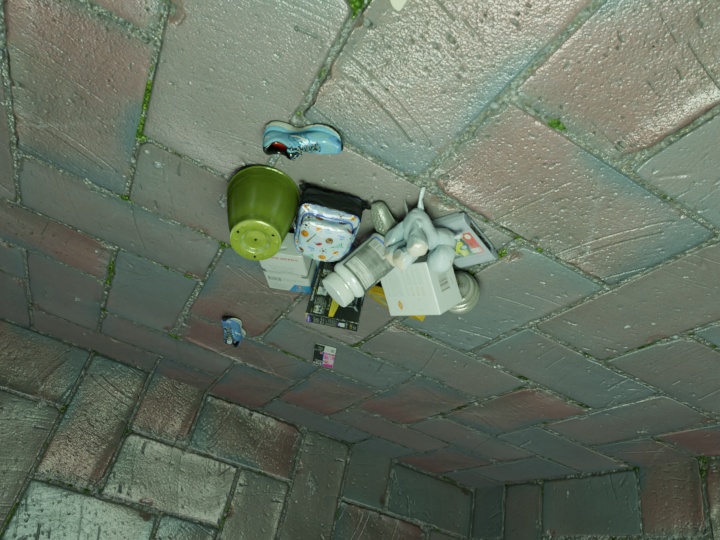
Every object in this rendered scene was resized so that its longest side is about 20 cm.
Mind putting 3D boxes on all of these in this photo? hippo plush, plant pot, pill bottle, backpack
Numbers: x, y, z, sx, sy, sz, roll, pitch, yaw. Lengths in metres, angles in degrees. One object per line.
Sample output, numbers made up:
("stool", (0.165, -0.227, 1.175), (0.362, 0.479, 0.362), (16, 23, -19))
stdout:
("hippo plush", (0.164, -0.071, 1.392), (0.160, 0.201, 0.159), (24, 148, -28))
("plant pot", (-0.261, -0.134, 1.395), (0.199, 0.194, 0.201), (-1, 132, -1))
("pill bottle", (0.000, 0.000, 1.462), (0.114, 0.200, 0.114), (45, 164, 16))
("backpack", (-0.092, -0.110, 1.446), (0.199, 0.155, 0.191), (17, 143, -3))

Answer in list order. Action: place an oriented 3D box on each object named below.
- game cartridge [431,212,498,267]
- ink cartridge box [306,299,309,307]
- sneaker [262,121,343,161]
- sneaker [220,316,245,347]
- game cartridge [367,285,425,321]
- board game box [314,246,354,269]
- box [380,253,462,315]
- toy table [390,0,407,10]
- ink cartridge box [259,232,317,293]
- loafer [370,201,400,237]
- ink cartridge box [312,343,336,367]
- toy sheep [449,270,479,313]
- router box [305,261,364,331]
("game cartridge", (0.275, -0.078, 1.477), (0.133, 0.041, 0.200), (-11, 140, 40))
("ink cartridge box", (-0.101, 0.100, 1.824), (0.116, 0.068, 0.200), (22, 160, -12))
("sneaker", (-0.137, -0.288, 1.260), (0.198, 0.090, 0.079), (6, 147, 11))
("sneaker", (-0.539, 0.261, 2.259), (0.078, 0.090, 0.200), (5, 146, 12))
("game cartridge", (0.097, 0.099, 1.736), (0.176, 0.033, 0.200), (34, 173, -28))
("board game box", (-0.110, -0.047, 1.663), (0.198, 0.044, 0.200), (-6, 142, 30))
("box", (0.166, 0.039, 1.533), (0.199, 0.106, 0.153), (-6, 105, 50))
("toy table", (0.063, -0.499, 0.796), (0.117, 0.184, 0.200), (37, 156, -7))
("ink cartridge box", (-0.218, -0.024, 1.622), (0.145, 0.086, 0.201), (8, 145, 10))
("loafer", (0.087, -0.112, 1.474), (0.070, 0.070, 0.201), (30, 154, 49))
("ink cartridge box", (-0.160, 0.381, 2.351), (0.094, 0.037, 0.200), (14, 150, 1))
("toy sheep", (0.289, 0.063, 1.600), (0.137, 0.139, 0.200), (1, 164, 19))
("router box", (-0.066, 0.070, 1.598), (0.156, 0.201, 0.052), (11, 146, 3))
